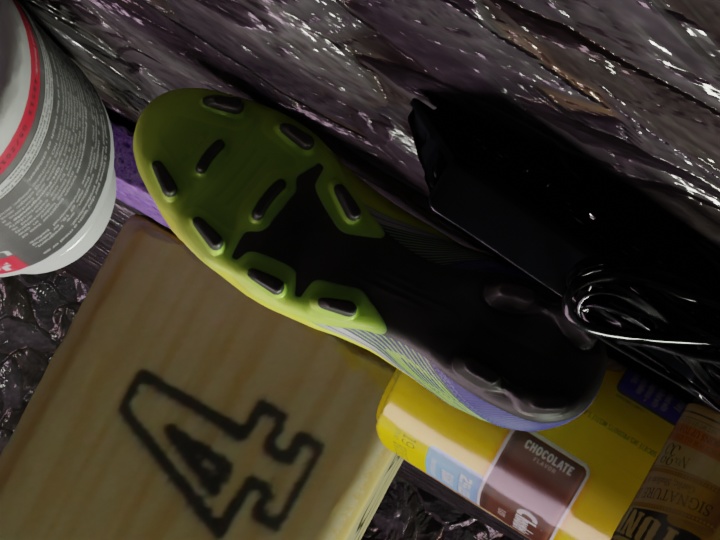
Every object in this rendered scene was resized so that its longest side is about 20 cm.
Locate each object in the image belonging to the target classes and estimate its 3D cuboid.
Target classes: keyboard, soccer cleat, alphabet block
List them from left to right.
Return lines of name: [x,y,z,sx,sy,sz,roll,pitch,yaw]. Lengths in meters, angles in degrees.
alphabet block: [-0.081,0.101,1.252,0.195,0.201,0.195,29,-178,4]
soccer cleat: [0.000,0.001,0.805,0.199,0.065,0.084,30,170,-4]
keyboard: [0.104,0.011,0.610,0.199,0.040,0.104,32,-163,-18]

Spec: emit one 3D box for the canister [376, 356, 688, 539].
canister: [0.110,0.090,0.905,0.199,0.087,0.149,31,174,9]

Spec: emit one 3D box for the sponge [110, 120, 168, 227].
sponge: [-0.086,-0.035,1.104,0.199,0.030,0.112,28,174,26]

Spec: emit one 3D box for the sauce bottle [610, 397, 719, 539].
sauce bottle: [0.102,0.134,0.752,0.066,0.201,0.066,30,172,5]

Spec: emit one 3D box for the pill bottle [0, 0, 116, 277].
pill bottle: [-0.170,-0.059,0.933,0.110,0.111,0.200,29,174,14]
